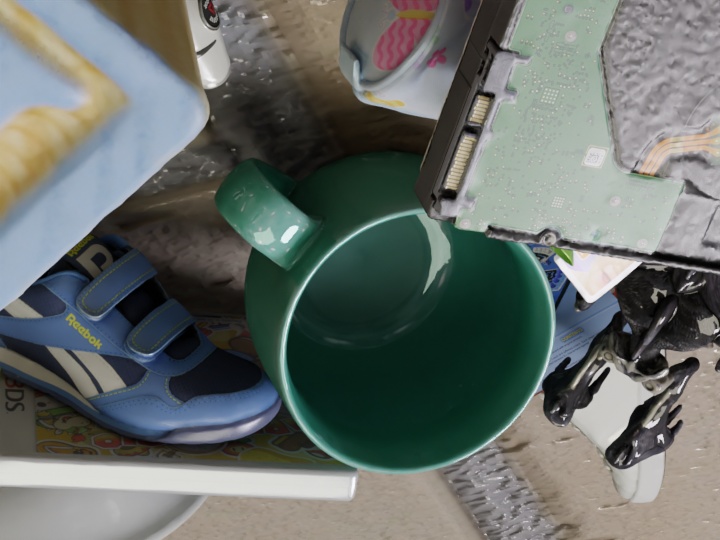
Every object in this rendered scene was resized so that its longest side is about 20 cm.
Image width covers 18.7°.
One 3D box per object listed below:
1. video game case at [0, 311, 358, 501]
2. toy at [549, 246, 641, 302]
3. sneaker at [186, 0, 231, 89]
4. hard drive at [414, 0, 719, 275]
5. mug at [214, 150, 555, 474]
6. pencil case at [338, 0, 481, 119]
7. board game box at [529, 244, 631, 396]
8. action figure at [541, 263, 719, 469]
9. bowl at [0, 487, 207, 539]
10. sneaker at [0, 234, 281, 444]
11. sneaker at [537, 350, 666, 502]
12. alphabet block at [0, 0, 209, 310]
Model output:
[{"bbox_3d":[-0.112,0.070,1.222,0.199,0.182,0.023,4,115,-12],"label":"video game case"},{"bbox_3d":[0.161,-0.075,1.001,0.200,0.047,0.115,-40,129,3],"label":"toy"},{"bbox_3d":[-0.151,-0.081,1.022,0.199,0.074,0.089,-18,121,26],"label":"sneaker"},{"bbox_3d":[0.136,-0.071,0.944,0.199,0.038,0.140,7,118,-23],"label":"hard drive"},{"bbox_3d":[0.011,0.001,1.149,0.151,0.114,0.186,-19,118,-8],"label":"mug"},{"bbox_3d":[0.086,-0.093,1.039,0.199,0.083,0.091,21,125,-34],"label":"pencil case"},{"bbox_3d":[0.067,0.037,1.281,0.103,0.019,0.200,43,132,-17],"label":"board game box"},{"bbox_3d":[0.161,0.018,1.152,0.118,0.102,0.200,28,144,4],"label":"action figure"},{"bbox_3d":[-0.191,0.103,1.291,0.200,0.201,0.091,-10,112,11],"label":"bowl"},{"bbox_3d":[-0.133,0.031,1.175,0.199,0.074,0.083,21,116,15],"label":"sneaker"},{"bbox_3d":[0.148,0.074,1.352,0.084,0.073,0.201,-4,138,6],"label":"sneaker"},{"bbox_3d":[-0.192,-0.105,0.797,0.195,0.200,0.196,-39,125,16],"label":"alphabet block"}]
